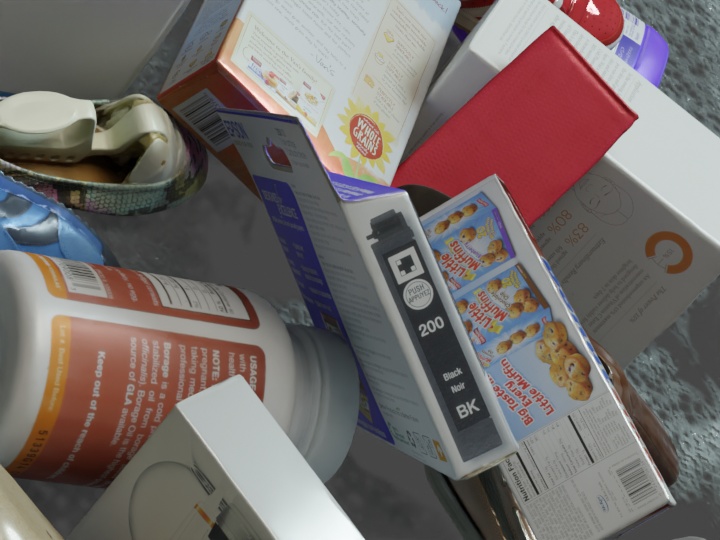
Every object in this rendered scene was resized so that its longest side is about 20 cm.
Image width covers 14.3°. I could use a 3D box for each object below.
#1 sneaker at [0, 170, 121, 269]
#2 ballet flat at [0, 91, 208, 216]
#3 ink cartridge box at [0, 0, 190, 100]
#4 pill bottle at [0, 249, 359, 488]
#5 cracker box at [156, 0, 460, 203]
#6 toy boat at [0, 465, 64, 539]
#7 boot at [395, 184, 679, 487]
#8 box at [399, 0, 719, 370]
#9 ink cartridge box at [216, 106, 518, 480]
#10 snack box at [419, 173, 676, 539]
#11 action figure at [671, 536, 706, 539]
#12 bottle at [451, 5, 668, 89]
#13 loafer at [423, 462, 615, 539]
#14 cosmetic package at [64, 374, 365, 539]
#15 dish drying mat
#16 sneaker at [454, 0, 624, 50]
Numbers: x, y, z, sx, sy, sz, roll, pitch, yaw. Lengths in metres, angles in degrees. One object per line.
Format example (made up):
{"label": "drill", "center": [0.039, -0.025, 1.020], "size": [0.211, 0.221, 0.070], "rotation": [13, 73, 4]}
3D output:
{"label": "sneaker", "center": [-0.207, -0.019, 1.476], "size": [0.200, 0.066, 0.079], "rotation": [38, 57, -35]}
{"label": "ballet flat", "center": [-0.153, -0.069, 1.567], "size": [0.199, 0.071, 0.069], "rotation": [-1, 62, -38]}
{"label": "ink cartridge box", "center": [-0.190, -0.218, 1.611], "size": [0.146, 0.146, 0.201], "rotation": [9, 50, -30]}
{"label": "pill bottle", "center": [-0.105, 0.058, 1.461], "size": [0.199, 0.112, 0.113], "rotation": [11, 49, -31]}
{"label": "cracker box", "center": [-0.026, -0.128, 1.656], "size": [0.134, 0.058, 0.201], "rotation": [44, 43, -22]}
{"label": "toy boat", "center": [-0.171, 0.186, 1.305], "size": [0.200, 0.131, 0.131], "rotation": [52, -2, -16]}
{"label": "boot", "center": [0.097, 0.043, 1.624], "size": [0.186, 0.064, 0.200], "rotation": [47, 4, 22]}
{"label": "box", "center": [0.124, -0.055, 1.723], "size": [0.200, 0.124, 0.098], "rotation": [39, 38, -4]}
{"label": "ink cartridge box", "center": [0.000, 0.000, 1.491], "size": [0.043, 0.198, 0.201], "rotation": [-27, 101, -11]}
{"label": "snack box", "center": [0.087, 0.052, 1.503], "size": [0.201, 0.072, 0.024], "rotation": [63, 10, 19]}
{"label": "action figure", "center": [0.218, 0.218, 1.535], "size": [0.200, 0.104, 0.194], "rotation": [-52, 132, -57]}
{"label": "bottle", "center": [0.102, -0.166, 1.849], "size": [0.199, 0.065, 0.084], "rotation": [32, 44, -10]}
{"label": "loafer", "center": [0.113, 0.158, 1.577], "size": [0.072, 0.063, 0.200], "rotation": [-26, 73, -46]}
{"label": "cosmetic package", "center": [-0.049, 0.174, 1.374], "size": [0.052, 0.151, 0.200], "rotation": [-25, 71, -45]}
{"label": "dish drying mat", "center": [0.062, -0.045, 1.640], "size": [0.077, 0.200, 0.018], "rotation": [47, 3, -1]}
{"label": "sneaker", "center": [0.093, -0.195, 1.748], "size": [0.199, 0.112, 0.072], "rotation": [19, 58, -20]}
